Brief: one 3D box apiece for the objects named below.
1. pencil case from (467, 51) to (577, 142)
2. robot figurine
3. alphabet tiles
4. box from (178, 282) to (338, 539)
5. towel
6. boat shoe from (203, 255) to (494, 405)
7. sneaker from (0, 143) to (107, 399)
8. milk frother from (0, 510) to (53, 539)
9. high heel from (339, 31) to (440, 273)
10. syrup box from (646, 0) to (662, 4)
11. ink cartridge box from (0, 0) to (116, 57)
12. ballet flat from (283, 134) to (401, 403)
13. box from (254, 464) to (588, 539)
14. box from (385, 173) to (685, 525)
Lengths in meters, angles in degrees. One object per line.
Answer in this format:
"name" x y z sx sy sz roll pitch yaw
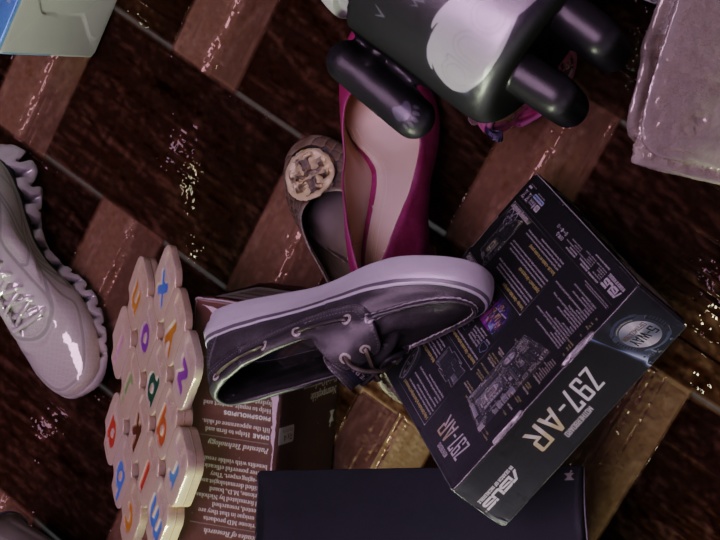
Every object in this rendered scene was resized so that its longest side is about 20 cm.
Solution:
"pencil case" 0.044 -0.170 1.376 0.200 0.083 0.087 43 112 18
"robot figurine" 0.062 -0.166 1.262 0.200 0.150 0.125 38 146 14
"alphabet tiles" -0.139 0.089 1.457 0.200 0.015 0.196 -109 31 -43
"box" -0.067 0.114 1.445 0.075 0.100 0.200 9 99 21
"towel" 0.239 -0.143 1.265 0.132 0.034 0.200 14 102 -16
"boat shoe" -0.011 0.043 1.315 0.200 0.070 0.066 -11 58 24
"sneaker" -0.250 0.004 1.549 0.075 0.081 0.200 -31 81 25
"milk frother" -0.233 0.298 1.497 0.188 0.200 0.181 26 109 24
"high heel" 0.009 -0.075 1.381 0.067 0.096 0.200 -7 79 18
"syrup box" 0.123 -0.232 1.329 0.200 0.081 0.079 26 104 24
"ink cartridge box" -0.283 -0.226 1.526 0.200 0.116 0.067 32 108 22
"ballet flat" 0.000 0.000 1.433 0.067 0.046 0.200 -28 81 26
"box" 0.039 0.191 1.330 0.200 0.079 0.141 -1 137 3
"box" 0.096 0.042 1.294 0.044 0.200 0.160 38 98 -23
